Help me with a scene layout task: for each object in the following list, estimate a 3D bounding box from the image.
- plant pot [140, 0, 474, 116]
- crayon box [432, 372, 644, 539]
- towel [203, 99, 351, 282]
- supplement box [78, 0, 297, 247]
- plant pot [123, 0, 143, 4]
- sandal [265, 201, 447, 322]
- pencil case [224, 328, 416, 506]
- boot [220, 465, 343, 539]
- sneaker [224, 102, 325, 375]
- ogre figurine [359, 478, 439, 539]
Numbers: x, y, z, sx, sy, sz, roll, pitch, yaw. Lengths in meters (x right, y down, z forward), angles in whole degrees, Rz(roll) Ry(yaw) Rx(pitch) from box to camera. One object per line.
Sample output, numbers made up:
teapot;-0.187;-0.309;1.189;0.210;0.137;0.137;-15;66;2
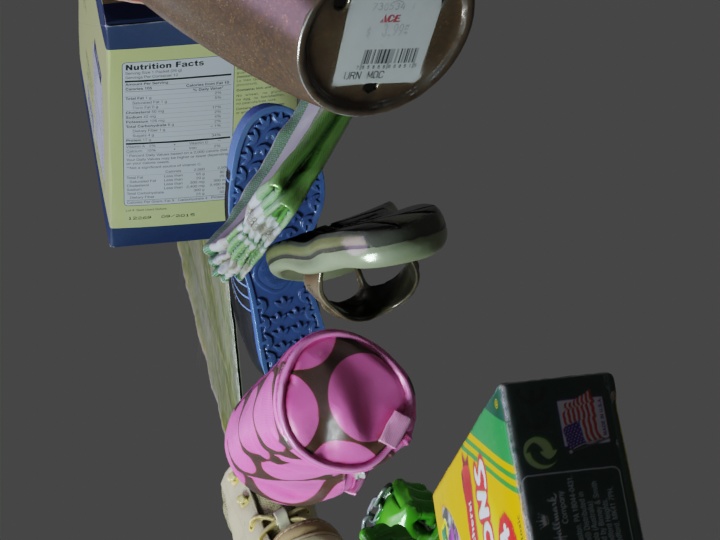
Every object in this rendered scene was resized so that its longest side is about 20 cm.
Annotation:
plant pot;-0.030;-0.167;1.236;0.200;0.186;0.188;54;151;42
crayon box;0.073;0.135;1.092;0.200;0.050;0.128;109;153;-68
towel;-0.027;-0.076;1.373;0.150;0.031;0.200;-60;4;-16
supplement box;-0.125;-0.160;1.801;0.201;0.133;0.201;-105;14;-44
plant pot;-0.125;-0.305;1.632;0.201;0.199;0.196;-108;25;-50
sandal;-0.001;0.000;1.378;0.201;0.079;0.058;-177;68;-79
pencil case;-0.021;0.091;1.508;0.091;0.093;0.200;-52;1;-13
boot;-0.051;0.181;1.742;0.201;0.072;0.156;90;167;-56
sneaker;-0.062;-0.021;1.708;0.078;0.070;0.202;-135;40;-64
ogre figurine;0.020;0.221;1.336;0.201;0.098;0.120;59;138;35
